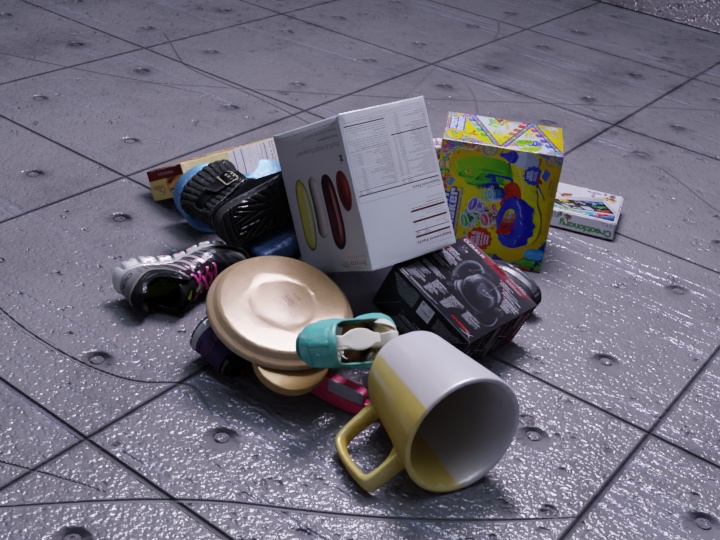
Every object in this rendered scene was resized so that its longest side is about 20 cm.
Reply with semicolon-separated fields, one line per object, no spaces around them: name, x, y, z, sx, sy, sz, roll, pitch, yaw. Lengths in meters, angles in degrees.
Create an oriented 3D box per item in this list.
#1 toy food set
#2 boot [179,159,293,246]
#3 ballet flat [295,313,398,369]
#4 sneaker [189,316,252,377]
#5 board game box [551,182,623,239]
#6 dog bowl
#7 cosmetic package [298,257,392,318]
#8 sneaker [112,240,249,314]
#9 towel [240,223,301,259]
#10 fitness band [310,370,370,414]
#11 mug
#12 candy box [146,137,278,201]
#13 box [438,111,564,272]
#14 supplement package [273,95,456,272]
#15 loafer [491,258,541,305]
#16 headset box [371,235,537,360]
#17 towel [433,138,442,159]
toy food set;-0.098;0.057;1.288;0.198;0.049;0.198;32;43;16
boot;-0.154;-0.121;1.509;0.208;0.081;0.157;-22;30;-21
ballet flat;0.006;0.088;1.236;0.069;0.069;0.199;-3;-1;36
sneaker;-0.124;0.084;1.344;0.087;0.077;0.199;40;46;24
board game box;0.363;-0.117;1.814;0.197;0.035;0.126;15;30;15
dog bowl;-0.197;-0.115;1.626;0.196;0.113;0.050;-7;44;-22
cosmetic package;0.000;0.000;1.517;0.148;0.052;0.201;-2;31;-18
sneaker;-0.241;0.017;1.420;0.197;0.075;0.088;-10;37;-25
towel;-0.089;-0.065;1.521;0.198;0.049;0.111;-32;38;-24
fitness band;-0.004;0.125;1.317;0.198;0.038;0.143;24;31;26
mug;0.066;0.151;1.167;0.184;0.152;0.153;-8;32;-26
candy box;-0.247;-0.172;1.719;0.198;0.056;0.114;-23;13;-41
box;0.215;-0.128;1.633;0.189;0.203;0.123;9;30;6
supplement package;0.002;-0.112;1.390;0.145;0.204;0.190;-17;6;-31
loafer;0.175;0.015;1.521;0.198;0.069;0.071;25;53;25
headset box;0.136;0.043;1.386;0.149;0.078;0.199;46;36;18
towel;0.055;-0.194;1.714;0.197;0.031;0.146;-8;-7;-26
